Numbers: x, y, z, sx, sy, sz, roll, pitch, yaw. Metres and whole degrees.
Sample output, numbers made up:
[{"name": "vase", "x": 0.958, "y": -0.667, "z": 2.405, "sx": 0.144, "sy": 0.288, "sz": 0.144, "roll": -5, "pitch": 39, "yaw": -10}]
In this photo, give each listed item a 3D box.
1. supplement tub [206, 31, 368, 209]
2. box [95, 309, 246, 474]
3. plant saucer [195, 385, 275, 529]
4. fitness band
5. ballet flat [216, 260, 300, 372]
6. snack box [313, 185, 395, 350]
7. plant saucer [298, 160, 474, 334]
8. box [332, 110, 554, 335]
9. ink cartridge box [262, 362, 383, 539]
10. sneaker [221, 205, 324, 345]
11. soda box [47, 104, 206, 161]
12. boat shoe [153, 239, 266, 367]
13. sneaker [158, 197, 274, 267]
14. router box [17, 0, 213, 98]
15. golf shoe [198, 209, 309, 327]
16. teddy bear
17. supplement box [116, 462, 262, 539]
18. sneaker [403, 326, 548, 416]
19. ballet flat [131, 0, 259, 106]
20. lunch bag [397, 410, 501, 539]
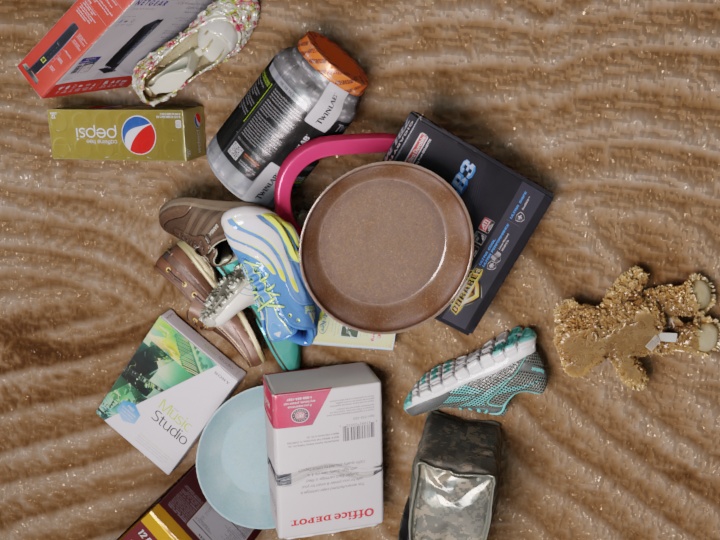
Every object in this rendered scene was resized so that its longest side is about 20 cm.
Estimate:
[{"name": "supplement tub", "x": -0.087, "y": -0.182, "z": 1.170, "sx": 0.122, "sy": 0.123, "sz": 0.200, "roll": 43, "pitch": 113, "yaw": 2}, {"name": "box", "x": -0.272, "y": 0.175, "z": 1.370, "sx": 0.144, "sy": 0.036, "sz": 0.200, "roll": 38, "pitch": 111, "yaw": 3}, {"name": "plant saucer", "x": -0.127, "y": 0.251, "z": 1.316, "sx": 0.199, "sy": 0.039, "sz": 0.203, "roll": -2, "pitch": 99, "yaw": -15}, {"name": "fitness band", "x": -0.004, "y": -0.090, "z": 1.143, "sx": 0.198, "sy": 0.037, "sz": 0.145, "roll": -5, "pitch": 110, "yaw": -11}, {"name": "ballet flat", "x": -0.118, "y": 0.042, "z": 1.274, "sx": 0.070, "sy": 0.067, "sz": 0.201, "roll": -32, "pitch": 96, "yaw": 8}, {"name": "snack box", "x": 0.000, "y": 0.000, "z": 1.216, "sx": 0.115, "sy": 0.037, "sz": 0.202, "roll": 6, "pitch": 108, "yaw": -12}, {"name": "plant saucer", "x": 0.028, "y": -0.027, "z": 1.084, "sx": 0.198, "sy": 0.037, "sz": 0.202, "roll": -3, "pitch": 108, "yaw": -8}, {"name": "box", "x": 0.095, "y": -0.053, "z": 1.132, "sx": 0.198, "sy": 0.050, "sz": 0.201, "roll": 28, "pitch": 101, "yaw": -20}, {"name": "ink cartridge box", "x": -0.048, "y": 0.235, "z": 1.262, "sx": 0.143, "sy": 0.084, "sz": 0.202, "roll": -5, "pitch": 105, "yaw": -14}, {"name": "sneaker", "x": -0.093, "y": 0.015, "z": 1.101, "sx": 0.075, "sy": 0.106, "sz": 0.200, "roll": -18, "pitch": 138, "yaw": 23}, {"name": "soda box", "x": -0.308, "y": -0.182, "z": 1.267, "sx": 0.198, "sy": 0.064, "sz": 0.068, "roll": 3, "pitch": 106, "yaw": 16}, {"name": "boat shoe", "x": -0.200, "y": 0.051, "z": 1.285, "sx": 0.067, "sy": 0.072, "sz": 0.201, "roll": -36, "pitch": 87, "yaw": -9}, {"name": "sneaker", "x": -0.191, "y": -0.045, "z": 1.203, "sx": 0.199, "sy": 0.070, "sz": 0.076, "roll": 1, "pitch": 68, "yaw": 40}, {"name": "router box", "x": -0.289, "y": -0.290, "z": 1.159, "sx": 0.179, "sy": 0.200, "sz": 0.049, "roll": -38, "pitch": 91, "yaw": 22}, {"name": "golf shoe", "x": -0.110, "y": 0.016, "z": 1.217, "sx": 0.200, "sy": 0.078, "sz": 0.097, "roll": -43, "pitch": 111, "yaw": -15}, {"name": "teddy bear", "x": 0.331, "y": 0.067, "z": 1.152, "sx": 0.199, "sy": 0.067, "sz": 0.146, "roll": -29, "pitch": 104, "yaw": 15}, {"name": "supplement box", "x": -0.257, "y": 0.387, "z": 1.334, "sx": 0.133, "sy": 0.200, "sz": 0.197, "roll": 46, "pitch": 112, "yaw": 0}, {"name": "sneaker", "x": 0.148, "y": 0.152, "z": 1.219, "sx": 0.199, "sy": 0.078, "sz": 0.092, "roll": -27, "pitch": 100, "yaw": 23}, {"name": "ballet flat", "x": -0.204, "y": -0.269, "z": 1.203, "sx": 0.199, "sy": 0.064, "sz": 0.076, "roll": -34, "pitch": 127, "yaw": 18}, {"name": "lunch bag", "x": 0.112, "y": 0.305, "z": 1.221, "sx": 0.117, "sy": 0.164, "sz": 0.202, "roll": 8, "pitch": 107, "yaw": 8}]
